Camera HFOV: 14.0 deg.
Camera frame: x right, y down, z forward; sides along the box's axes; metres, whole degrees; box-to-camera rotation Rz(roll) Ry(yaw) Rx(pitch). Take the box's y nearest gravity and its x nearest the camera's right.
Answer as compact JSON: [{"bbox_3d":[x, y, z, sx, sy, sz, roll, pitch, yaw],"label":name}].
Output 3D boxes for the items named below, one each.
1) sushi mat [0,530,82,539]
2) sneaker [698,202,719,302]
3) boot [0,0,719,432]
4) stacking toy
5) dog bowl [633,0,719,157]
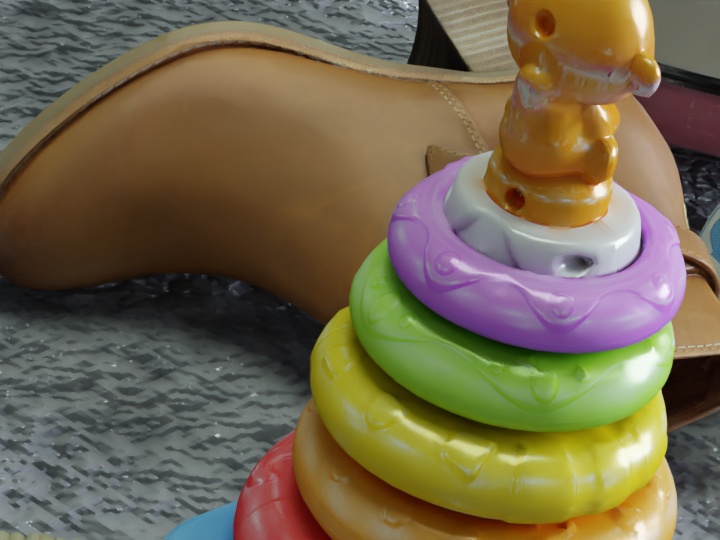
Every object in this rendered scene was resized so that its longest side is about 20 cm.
[{"bbox_3d":[-0.087,0.118,0.656,0.095,0.012,0.200,7,30,-7],"label":"sushi mat"},{"bbox_3d":[0.184,0.036,0.842,0.200,0.072,0.073,26,67,18],"label":"sneaker"},{"bbox_3d":[0.000,0.000,0.829,0.199,0.074,0.155,-21,56,-9],"label":"boot"},{"bbox_3d":[0.034,0.014,0.683,0.110,0.200,0.116,-18,42,-39],"label":"stacking toy"},{"bbox_3d":[0.131,-0.078,0.952,0.199,0.074,0.200,12,8,-2],"label":"dog bowl"}]
